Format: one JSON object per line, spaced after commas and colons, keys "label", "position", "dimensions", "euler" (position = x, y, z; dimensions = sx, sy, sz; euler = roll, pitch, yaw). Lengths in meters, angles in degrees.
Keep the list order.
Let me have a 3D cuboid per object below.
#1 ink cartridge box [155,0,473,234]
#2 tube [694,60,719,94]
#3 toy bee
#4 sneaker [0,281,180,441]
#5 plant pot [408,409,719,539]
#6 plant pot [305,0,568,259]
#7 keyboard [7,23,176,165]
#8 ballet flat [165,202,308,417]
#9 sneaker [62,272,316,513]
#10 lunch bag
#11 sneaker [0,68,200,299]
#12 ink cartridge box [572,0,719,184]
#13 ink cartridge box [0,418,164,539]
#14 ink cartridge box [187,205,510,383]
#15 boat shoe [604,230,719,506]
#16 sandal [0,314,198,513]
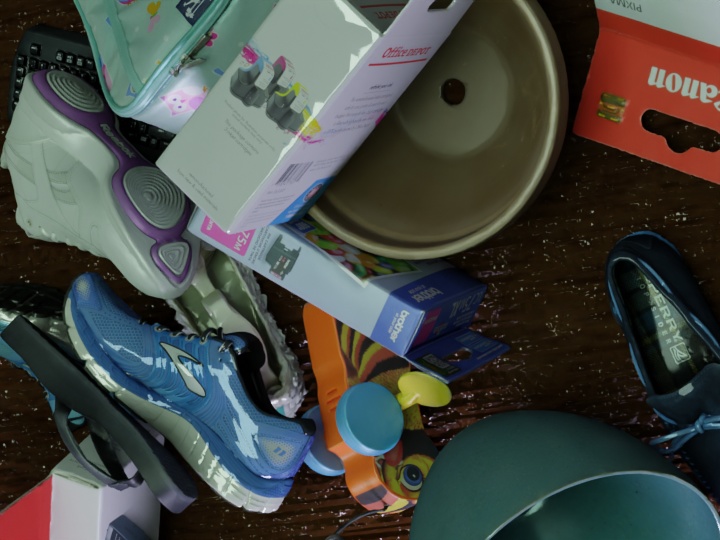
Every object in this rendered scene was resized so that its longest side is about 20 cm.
{"label": "ink cartridge box", "position": [-0.021, -0.121, 1.580], "dimensions": [0.068, 0.115, 0.200], "euler": [44, 110, 12]}
{"label": "tube", "position": [0.288, -0.164, 1.585], "dimensions": [0.077, 0.050, 0.200], "euler": [46, 115, 21]}
{"label": "toy bee", "position": [0.012, 0.115, 1.712], "dimensions": [0.131, 0.108, 0.202], "euler": [4, 84, 57]}
{"label": "sneaker", "position": [-0.210, 0.068, 1.803], "dimensions": [0.199, 0.078, 0.091], "euler": [18, 106, 20]}
{"label": "plant pot", "position": [0.110, 0.166, 1.637], "dimensions": [0.201, 0.199, 0.135], "euler": [-57, 38, 18]}
{"label": "plant pot", "position": [0.046, -0.111, 1.665], "dimensions": [0.199, 0.093, 0.203], "euler": [3, 97, 23]}
{"label": "keyboard", "position": [-0.155, -0.123, 1.777], "dimensions": [0.199, 0.040, 0.105], "euler": [15, 102, 20]}
{"label": "ballet flat", "position": [-0.098, 0.014, 1.753], "dimensions": [0.072, 0.072, 0.201], "euler": [-37, 83, 22]}
{"label": "sneaker", "position": [-0.108, 0.064, 1.699], "dimensions": [0.200, 0.079, 0.089], "euler": [40, 98, 11]}
{"label": "lunch bag", "position": [-0.117, -0.190, 1.683], "dimensions": [0.160, 0.077, 0.201], "euler": [-45, 44, 27]}
{"label": "sneaker", "position": [-0.175, -0.041, 1.743], "dimensions": [0.200, 0.075, 0.100], "euler": [52, 123, 32]}
{"label": "ink cartridge box", "position": [0.204, -0.160, 1.595], "dimensions": [0.159, 0.047, 0.202], "euler": [22, 104, 36]}
{"label": "ink cartridge box", "position": [-0.193, 0.222, 1.735], "dimensions": [0.044, 0.176, 0.201], "euler": [15, 118, 20]}
{"label": "ink cartridge box", "position": [0.000, 0.000, 1.682], "dimensions": [0.199, 0.119, 0.042], "euler": [32, 109, 16]}
{"label": "boat shoe", "position": [0.201, 0.075, 1.634], "dimensions": [0.084, 0.069, 0.201], "euler": [-36, 82, 22]}
{"label": "sandal", "position": [-0.172, 0.102, 1.694], "dimensions": [0.043, 0.076, 0.200], "euler": [-48, 50, -3]}
